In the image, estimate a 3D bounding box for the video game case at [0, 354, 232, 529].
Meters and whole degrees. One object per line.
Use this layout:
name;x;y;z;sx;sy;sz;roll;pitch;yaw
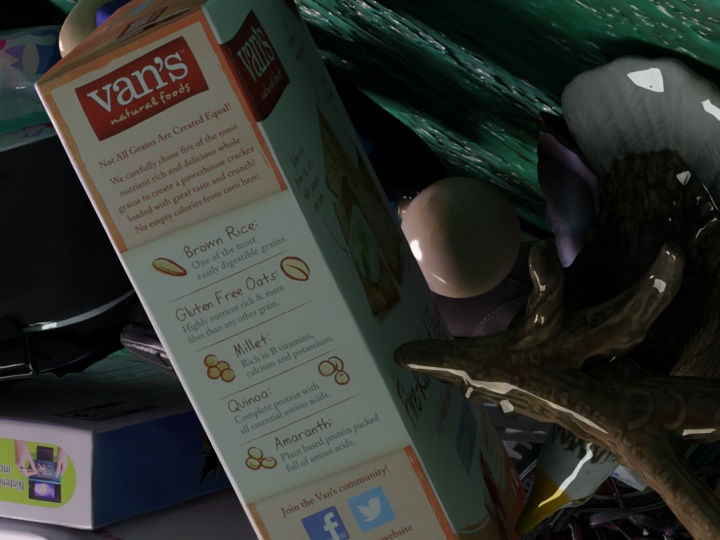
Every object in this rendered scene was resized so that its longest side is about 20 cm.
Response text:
video game case;-0.139;0.069;1.181;0.181;0.046;0.200;6;-173;27

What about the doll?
doll;-0.015;-0.044;0.921;0.200;0.049;0.136;31;175;42

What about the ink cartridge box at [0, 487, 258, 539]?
ink cartridge box;-0.057;0.121;1.112;0.200;0.057;0.162;-2;-177;37

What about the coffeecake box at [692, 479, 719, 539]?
coffeecake box;0.240;0.146;1.022;0.200;0.073;0.153;32;159;-10

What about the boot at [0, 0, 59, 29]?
boot;-0.188;-0.126;1.107;0.166;0.073;0.200;18;176;-36

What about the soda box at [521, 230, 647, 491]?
soda box;0.036;0.009;1.048;0.200;0.064;0.068;27;173;23

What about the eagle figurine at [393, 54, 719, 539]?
eagle figurine;0.093;0.018;0.789;0.200;0.151;0.152;-17;-96;-60

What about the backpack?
backpack;-0.150;-0.019;1.103;0.177;0.151;0.200;-13;173;16

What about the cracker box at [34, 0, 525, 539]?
cracker box;-0.016;0.011;0.784;0.200;0.058;0.134;64;-169;-11

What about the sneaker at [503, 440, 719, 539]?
sneaker;0.100;0.097;1.092;0.075;0.081;0.200;26;-148;31

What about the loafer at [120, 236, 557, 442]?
loafer;0.005;0.018;0.988;0.199;0.073;0.073;5;164;23
